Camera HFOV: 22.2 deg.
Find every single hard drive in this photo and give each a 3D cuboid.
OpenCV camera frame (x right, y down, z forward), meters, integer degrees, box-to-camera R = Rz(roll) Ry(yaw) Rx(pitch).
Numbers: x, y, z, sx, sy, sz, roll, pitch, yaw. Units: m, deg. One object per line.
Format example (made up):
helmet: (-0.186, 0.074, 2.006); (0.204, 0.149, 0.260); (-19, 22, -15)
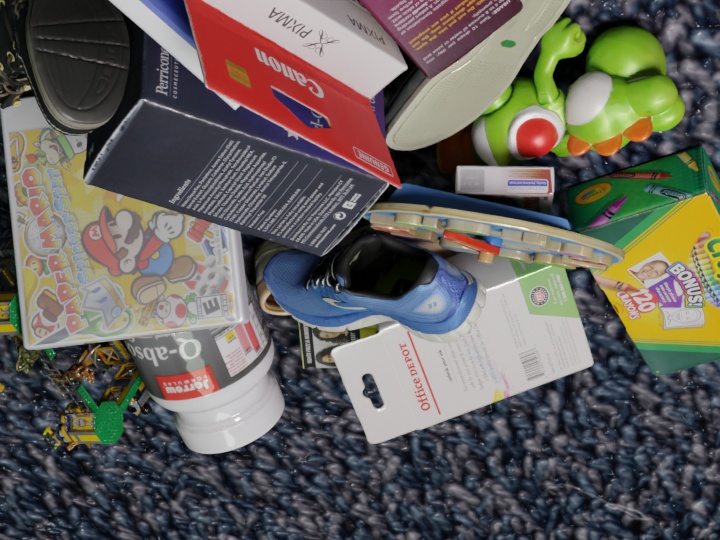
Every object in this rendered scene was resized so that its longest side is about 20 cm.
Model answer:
hard drive: (-0.136, -0.199, 1.246); (0.200, 0.132, 0.025); (41, 115, -4)

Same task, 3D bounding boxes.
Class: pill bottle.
pill bottle: (-0.140, 0.046, 1.537); (0.116, 0.116, 0.200); (-13, 118, 17)

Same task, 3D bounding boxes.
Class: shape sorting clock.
shape sorting clock: (0.098, -0.024, 1.377); (0.200, 0.039, 0.200); (14, 177, 1)

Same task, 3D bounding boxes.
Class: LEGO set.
LEGO set: (-0.268, 0.054, 1.559); (0.116, 0.154, 0.200); (-5, 139, 35)

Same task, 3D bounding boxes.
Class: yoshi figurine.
yoshi figurine: (0.150, -0.135, 1.396); (0.200, 0.112, 0.112); (-4, -179, 26)

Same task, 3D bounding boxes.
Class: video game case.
video game case: (-0.186, -0.047, 1.439); (0.182, 0.200, 0.023); (-7, 176, 11)

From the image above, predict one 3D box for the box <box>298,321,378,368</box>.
box: (0.047, 0.046, 1.608); (0.200, 0.050, 0.075); (0, 135, 2)

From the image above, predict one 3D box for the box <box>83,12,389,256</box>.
box: (-0.090, -0.119, 1.340); (0.200, 0.148, 0.104); (16, 140, -26)

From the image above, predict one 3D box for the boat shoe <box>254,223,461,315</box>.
boat shoe: (0.007, 0.003, 1.550); (0.200, 0.069, 0.074); (-10, 136, 14)

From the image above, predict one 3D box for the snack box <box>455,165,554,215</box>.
snack box: (0.113, -0.058, 1.426); (0.072, 0.024, 0.200); (0, 176, 5)

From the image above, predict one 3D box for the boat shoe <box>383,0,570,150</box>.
boat shoe: (0.080, -0.170, 1.339); (0.072, 0.068, 0.200); (12, 127, -44)

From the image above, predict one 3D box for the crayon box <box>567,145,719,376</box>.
crayon box: (0.265, -0.004, 1.535); (0.119, 0.058, 0.200); (-18, 133, 21)

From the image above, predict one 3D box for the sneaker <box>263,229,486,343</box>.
sneaker: (0.000, 0.000, 1.441); (0.200, 0.079, 0.089); (4, 150, 38)

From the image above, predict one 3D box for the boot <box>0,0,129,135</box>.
boot: (-0.233, -0.151, 1.317); (0.073, 0.204, 0.154); (3, 146, -32)

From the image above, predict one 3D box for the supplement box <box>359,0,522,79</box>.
supplement box: (0.014, -0.232, 1.220); (0.086, 0.110, 0.200); (-37, 143, 9)

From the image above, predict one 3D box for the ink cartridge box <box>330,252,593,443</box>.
ink cartridge box: (0.079, 0.054, 1.518); (0.200, 0.067, 0.117); (-20, 125, 1)

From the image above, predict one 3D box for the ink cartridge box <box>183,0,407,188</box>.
ink cartridge box: (-0.044, -0.163, 1.241); (0.045, 0.176, 0.200); (-38, 142, 23)
